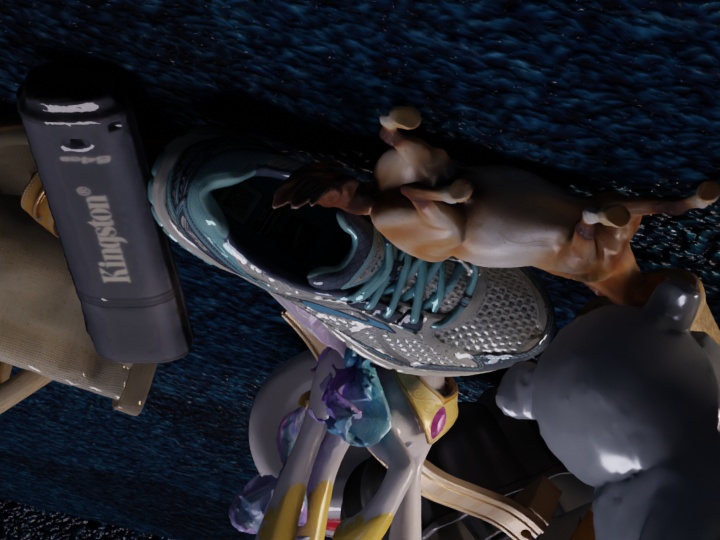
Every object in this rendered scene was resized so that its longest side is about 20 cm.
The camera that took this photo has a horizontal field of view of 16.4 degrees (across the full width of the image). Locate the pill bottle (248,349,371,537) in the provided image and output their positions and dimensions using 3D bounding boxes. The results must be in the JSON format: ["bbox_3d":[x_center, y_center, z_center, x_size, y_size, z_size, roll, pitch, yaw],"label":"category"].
[{"bbox_3d":[-0.011,0.123,1.697,0.112,0.112,0.200,14,169,7],"label":"pill bottle"}]

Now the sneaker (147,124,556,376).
[{"bbox_3d":[0.000,0.000,1.121,0.200,0.078,0.086,21,-179,-14],"label":"sneaker"}]

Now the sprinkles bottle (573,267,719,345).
[{"bbox_3d":[0.169,0.096,1.192,0.068,0.068,0.200,2,127,50],"label":"sprinkles bottle"}]

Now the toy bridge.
[{"bbox_3d":[0.028,0.082,1.381,0.200,0.067,0.027,44,127,-11],"label":"toy bridge"}]

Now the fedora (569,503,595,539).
[{"bbox_3d":[0.169,0.182,1.379,0.201,0.082,0.201,41,-178,-2],"label":"fedora"}]

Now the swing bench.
[{"bbox_3d":[-0.233,-0.004,1.365,0.199,0.130,0.200,23,161,-31],"label":"swing bench"}]

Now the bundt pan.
[{"bbox_3d":[0.073,0.130,1.534,0.202,0.076,0.202,-23,162,-8],"label":"bundt pan"}]

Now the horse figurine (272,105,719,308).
[{"bbox_3d":[0.061,-0.024,1.054,0.200,0.050,0.133,11,167,-6],"label":"horse figurine"}]

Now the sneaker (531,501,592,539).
[{"bbox_3d":[0.178,0.145,1.506,0.200,0.072,0.072,-19,130,1],"label":"sneaker"}]

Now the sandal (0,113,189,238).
[{"bbox_3d":[-0.126,-0.039,1.224,0.200,0.054,0.080,7,166,36],"label":"sandal"}]

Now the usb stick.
[{"bbox_3d":[-0.118,-0.022,1.173,0.055,0.033,0.200,6,143,12],"label":"usb stick"}]

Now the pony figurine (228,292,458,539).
[{"bbox_3d":[0.003,0.057,1.258,0.167,0.200,0.193,16,-174,-36],"label":"pony figurine"}]

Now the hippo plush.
[{"bbox_3d":[0.116,0.103,1.056,0.159,0.161,0.200,-37,158,18],"label":"hippo plush"}]
